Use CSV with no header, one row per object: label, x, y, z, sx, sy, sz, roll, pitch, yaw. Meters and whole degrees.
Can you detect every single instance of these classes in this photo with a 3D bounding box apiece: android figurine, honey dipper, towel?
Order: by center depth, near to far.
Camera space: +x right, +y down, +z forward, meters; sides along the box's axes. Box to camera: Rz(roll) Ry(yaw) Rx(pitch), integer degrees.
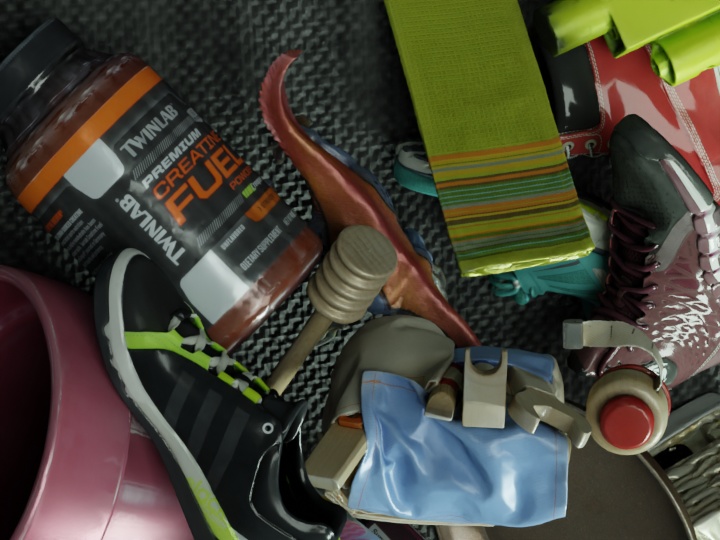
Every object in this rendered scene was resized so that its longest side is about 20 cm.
honey dipper,-0.035,0.048,1.391,0.038,0.038,0.200,9,139,-23
towel,0.072,-0.097,1.406,0.085,0.018,0.201,-10,75,-20
android figurine,0.182,-0.208,1.433,0.199,0.041,0.183,-27,89,-12

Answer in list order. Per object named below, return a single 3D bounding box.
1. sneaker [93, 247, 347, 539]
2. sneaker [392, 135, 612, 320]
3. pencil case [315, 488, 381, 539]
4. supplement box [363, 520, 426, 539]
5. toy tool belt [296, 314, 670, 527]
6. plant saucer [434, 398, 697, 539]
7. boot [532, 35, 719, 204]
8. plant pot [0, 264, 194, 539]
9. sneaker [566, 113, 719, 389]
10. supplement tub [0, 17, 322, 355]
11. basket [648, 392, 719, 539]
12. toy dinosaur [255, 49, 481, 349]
sneaker,-0.066,0.071,1.261,0.082,0.072,0.201,-23,98,23
sneaker,0.100,-0.020,1.465,0.199,0.078,0.080,27,102,-25
pencil case,-0.035,0.175,1.392,0.091,0.200,0.083,-49,120,-5
supplement box,-0.012,0.257,1.467,0.200,0.086,0.110,-43,137,-6
toy tool belt,0.070,0.095,1.320,0.198,0.123,0.126,1,110,7
plant saucer,0.130,0.159,1.470,0.032,0.199,0.202,-33,116,-42
boot,0.177,-0.065,1.485,0.143,0.072,0.201,-24,103,-14
plant pot,-0.158,0.113,1.342,0.178,0.200,0.201,18,97,-40
sneaker,0.163,0.009,1.426,0.115,0.076,0.201,-35,129,-6
supplement tub,-0.123,-0.045,1.333,0.200,0.107,0.107,44,85,-4
basket,0.238,0.203,1.547,0.135,0.123,0.201,-28,111,-13
toy dinosaur,0.000,0.000,1.384,0.181,0.200,0.105,40,77,18
